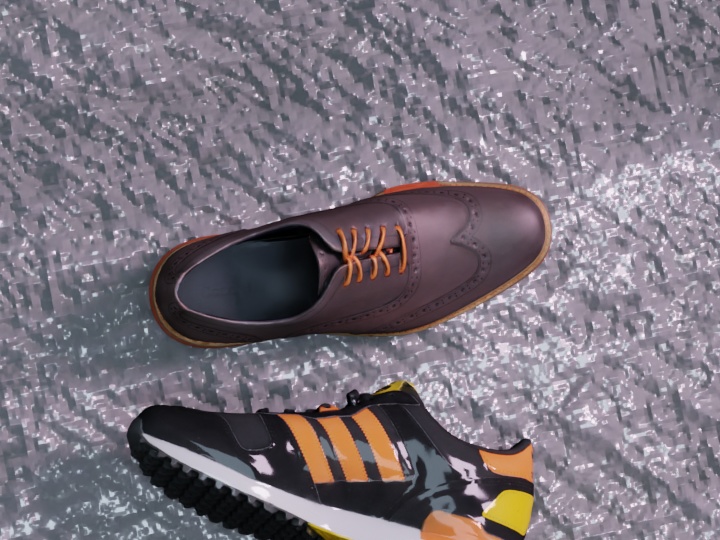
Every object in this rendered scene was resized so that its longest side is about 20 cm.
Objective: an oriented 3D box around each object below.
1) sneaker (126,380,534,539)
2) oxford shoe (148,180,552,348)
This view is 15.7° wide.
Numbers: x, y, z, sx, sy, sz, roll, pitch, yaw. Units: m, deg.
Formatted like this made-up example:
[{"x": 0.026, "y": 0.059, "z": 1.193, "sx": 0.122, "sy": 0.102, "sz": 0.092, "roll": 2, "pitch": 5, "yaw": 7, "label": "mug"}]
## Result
[{"x": -0.011, "y": 0.088, "z": 1.248, "sx": 0.199, "sy": 0.070, "sz": 0.091, "roll": 21, "pitch": 71, "yaw": -7, "label": "sneaker"}, {"x": 0.000, "y": 0.000, "z": 1.241, "sx": 0.199, "sy": 0.073, "sz": 0.072, "roll": -14, "pitch": 90, "yaw": -8, "label": "oxford shoe"}]
